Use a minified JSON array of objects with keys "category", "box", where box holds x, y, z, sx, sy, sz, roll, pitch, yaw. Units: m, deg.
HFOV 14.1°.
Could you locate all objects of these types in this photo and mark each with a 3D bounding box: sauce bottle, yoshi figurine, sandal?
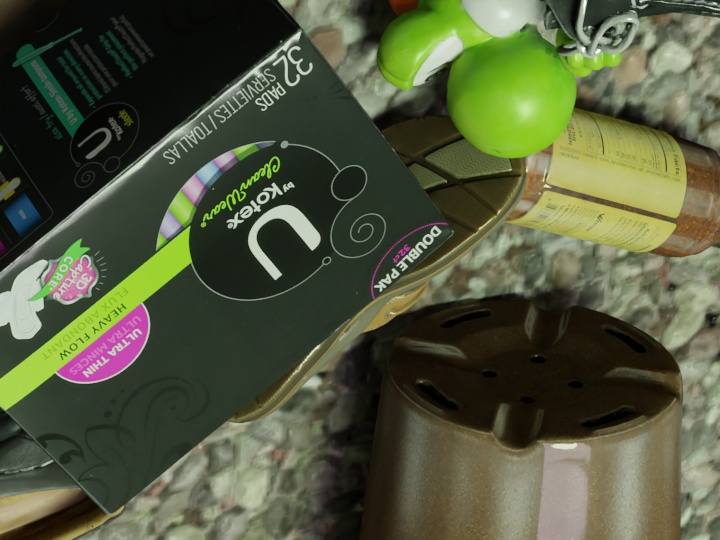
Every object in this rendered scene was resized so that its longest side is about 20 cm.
[{"category":"sauce bottle","box":[0.140,-0.040,1.462,0.199,0.066,0.066,14,115,-36]},{"category":"yoshi figurine","box":[0.107,-0.122,1.359,0.199,0.112,0.113,-30,139,-3]},{"category":"sandal","box":[0.000,0.000,1.410,0.200,0.080,0.054,-43,151,13]}]

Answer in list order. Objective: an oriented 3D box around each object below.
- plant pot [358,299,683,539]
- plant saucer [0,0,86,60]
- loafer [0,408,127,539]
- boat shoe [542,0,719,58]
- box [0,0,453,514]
[{"category":"plant pot","box":[0.082,0.135,1.480,0.199,0.200,0.199,-10,120,-23]},{"category":"plant saucer","box":[-0.195,-0.058,1.286,0.199,0.029,0.201,-14,127,-20]},{"category":"loafer","box":[-0.203,0.127,1.385,0.199,0.072,0.073,-31,133,-5]},{"category":"boat shoe","box":[0.100,-0.128,1.270,0.198,0.074,0.068,16,90,1]},{"category":"box","box":[-0.092,-0.026,1.265,0.200,0.124,0.149,-40,132,0]}]
